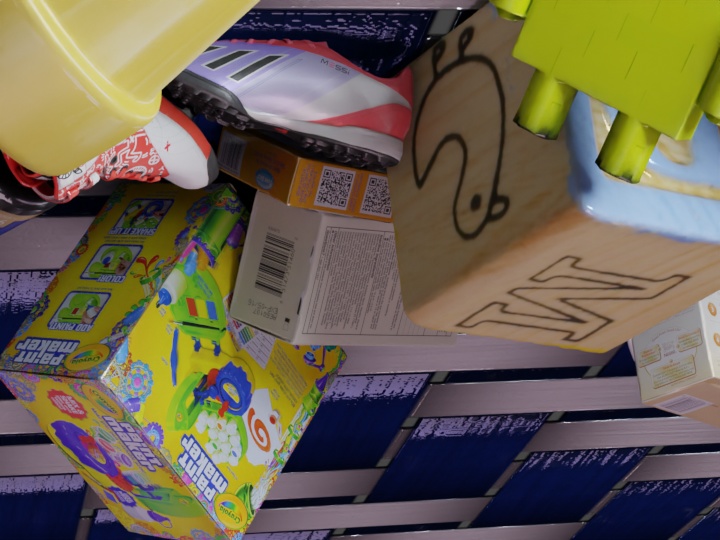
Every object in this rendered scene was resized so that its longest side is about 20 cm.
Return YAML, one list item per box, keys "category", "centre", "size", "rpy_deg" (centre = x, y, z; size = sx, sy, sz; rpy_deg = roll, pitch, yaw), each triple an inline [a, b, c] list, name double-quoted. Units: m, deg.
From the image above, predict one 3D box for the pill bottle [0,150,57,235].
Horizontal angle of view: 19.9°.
- category: "pill bottle"
  centre: [-0.298, -0.062, 1.425]
  size: [0.199, 0.113, 0.111]
  rpy_deg: [-24, 152, 37]

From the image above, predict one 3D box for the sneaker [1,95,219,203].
- category: "sneaker"
  centre: [-0.175, -0.082, 1.376]
  size: [0.067, 0.108, 0.202]
  rpy_deg: [22, 162, 32]

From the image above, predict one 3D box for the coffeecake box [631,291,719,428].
- category: "coffeecake box"
  centre: [0.281, 0.016, 1.659]
  size: [0.073, 0.201, 0.153]
  rpy_deg: [-24, 152, 36]

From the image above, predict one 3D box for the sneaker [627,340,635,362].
- category: "sneaker"
  centre: [0.319, 0.073, 1.977]
  size: [0.098, 0.071, 0.200]
  rpy_deg: [-8, 154, 17]

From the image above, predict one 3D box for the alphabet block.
- category: "alphabet block"
  centre: [0.151, -0.072, 1.423]
  size: [0.195, 0.197, 0.200]
  rpy_deg: [11, 151, -32]

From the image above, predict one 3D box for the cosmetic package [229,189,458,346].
- category: "cosmetic package"
  centre: [0.000, 0.000, 1.563]
  size: [0.073, 0.104, 0.199]
  rpy_deg: [20, -170, 37]

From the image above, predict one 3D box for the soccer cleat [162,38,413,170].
- category: "soccer cleat"
  centre: [-0.059, -0.131, 1.406]
  size: [0.199, 0.074, 0.068]
  rpy_deg: [17, 172, -11]

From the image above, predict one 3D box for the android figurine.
- category: "android figurine"
  centre: [0.169, -0.161, 1.236]
  size: [0.041, 0.181, 0.201]
  rpy_deg: [-10, 128, -62]

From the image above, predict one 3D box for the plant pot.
- category: "plant pot"
  centre: [-0.133, -0.180, 1.098]
  size: [0.188, 0.202, 0.201]
  rpy_deg: [-27, 153, 12]

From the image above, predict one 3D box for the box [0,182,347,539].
- category: "box"
  centre: [-0.139, 0.070, 1.563]
  size: [0.121, 0.193, 0.200]
  rpy_deg: [3, 139, 39]

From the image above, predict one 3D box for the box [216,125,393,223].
- category: "box"
  centre: [0.005, -0.065, 1.520]
  size: [0.199, 0.042, 0.119]
  rpy_deg: [11, -170, -33]
